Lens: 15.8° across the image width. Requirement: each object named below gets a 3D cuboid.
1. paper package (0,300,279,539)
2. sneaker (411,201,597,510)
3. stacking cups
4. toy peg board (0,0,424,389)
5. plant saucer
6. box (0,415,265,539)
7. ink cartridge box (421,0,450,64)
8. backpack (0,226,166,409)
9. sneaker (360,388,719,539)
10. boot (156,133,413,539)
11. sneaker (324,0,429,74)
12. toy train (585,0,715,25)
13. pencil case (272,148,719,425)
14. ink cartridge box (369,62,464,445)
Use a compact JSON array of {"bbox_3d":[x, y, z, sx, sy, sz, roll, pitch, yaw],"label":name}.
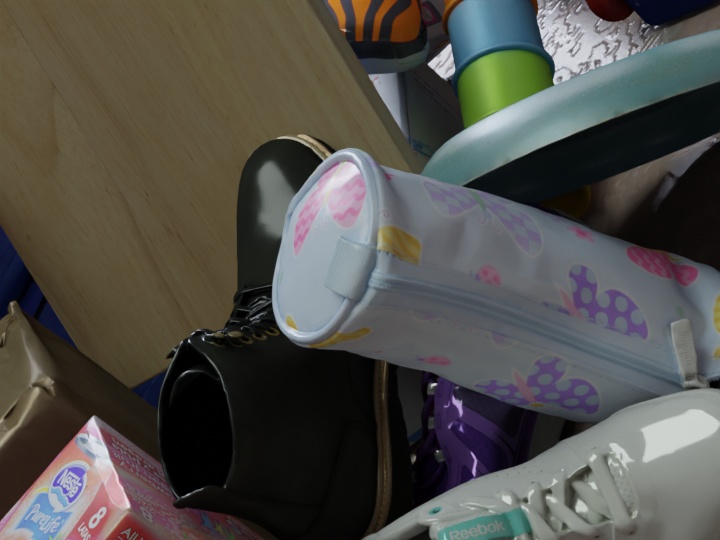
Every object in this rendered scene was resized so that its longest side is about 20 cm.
[{"bbox_3d":[-0.143,0.154,1.227,0.191,0.200,0.104,-48,27,6],"label":"paper package"},{"bbox_3d":[0.047,0.059,1.172,0.080,0.083,0.201,-4,56,57],"label":"sneaker"},{"bbox_3d":[0.065,-0.111,1.312,0.060,0.060,0.201,-35,50,30],"label":"stacking cups"},{"bbox_3d":[-0.081,-0.079,1.261,0.199,0.201,0.098,-29,7,24],"label":"toy peg board"},{"bbox_3d":[0.110,-0.065,1.142,0.199,0.028,0.200,-21,-6,-2],"label":"plant saucer"},{"bbox_3d":[-0.061,0.166,1.080,0.103,0.200,0.095,-48,25,5],"label":"box"},{"bbox_3d":[-0.030,-0.098,1.417,0.095,0.037,0.200,-40,-7,40],"label":"ink cartridge box"},{"bbox_3d":[-0.157,0.043,1.429,0.200,0.168,0.163,-3,59,57],"label":"backpack"},{"bbox_3d":[0.069,0.105,1.043,0.200,0.088,0.076,-29,67,28],"label":"sneaker"},{"bbox_3d":[-0.042,0.020,1.114,0.077,0.138,0.201,-25,64,24],"label":"boot"},{"bbox_3d":[-0.003,-0.173,1.334,0.200,0.077,0.113,-94,4,-68],"label":"sneaker"},{"bbox_3d":[0.114,-0.227,1.297,0.084,0.200,0.116,-21,35,46],"label":"toy train"},{"bbox_3d":[0.062,0.016,1.071,0.083,0.199,0.091,-61,29,21],"label":"pencil case"},{"bbox_3d":[0.000,0.000,1.321,0.144,0.085,0.200,-39,30,23],"label":"ink cartridge box"}]
